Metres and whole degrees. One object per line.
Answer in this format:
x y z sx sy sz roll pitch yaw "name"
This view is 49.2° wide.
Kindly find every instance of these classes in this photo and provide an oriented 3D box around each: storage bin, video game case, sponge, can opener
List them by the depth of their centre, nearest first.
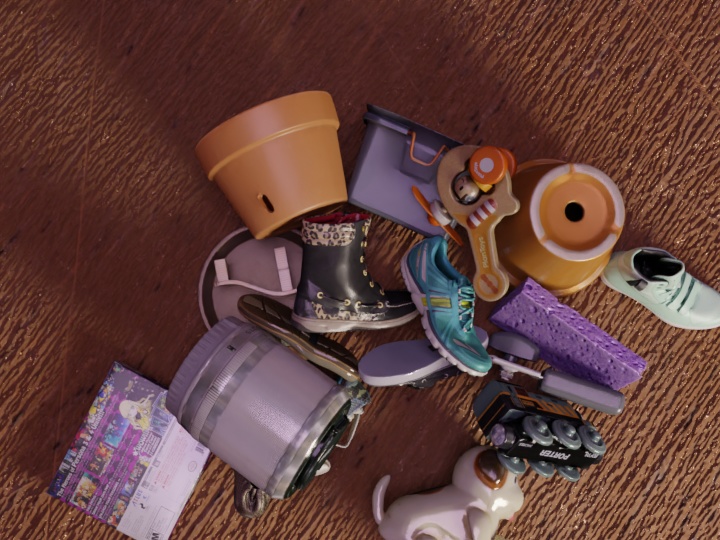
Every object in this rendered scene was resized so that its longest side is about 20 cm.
0.267 0.143 1.086 0.198 0.053 0.067 22 84 9 "can opener"
-0.307 0.256 1.092 0.180 0.036 0.202 26 84 -1 "video game case"
0.284 0.098 1.094 0.199 0.112 0.030 35 60 1 "sponge"
0.074 -0.128 1.101 0.198 0.146 0.136 23 94 0 "storage bin"

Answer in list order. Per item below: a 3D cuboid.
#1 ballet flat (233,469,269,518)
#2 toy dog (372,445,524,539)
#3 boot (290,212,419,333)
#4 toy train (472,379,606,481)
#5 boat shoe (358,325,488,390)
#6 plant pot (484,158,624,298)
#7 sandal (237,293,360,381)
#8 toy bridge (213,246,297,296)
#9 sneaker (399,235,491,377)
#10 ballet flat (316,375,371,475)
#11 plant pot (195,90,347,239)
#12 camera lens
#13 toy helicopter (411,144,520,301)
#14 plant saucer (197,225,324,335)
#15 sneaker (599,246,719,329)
-0.153 0.230 1.065 0.067 0.046 0.202 6 59 -30 "ballet flat"
0.133 0.327 1.069 0.199 0.140 0.194 -40 68 -6 "toy dog"
0.000 0.000 1.069 0.197 0.073 0.153 -4 106 -23 "boot"
0.242 0.213 1.057 0.198 0.115 0.086 16 122 -32 "toy train"
0.088 0.132 1.090 0.198 0.070 0.067 -17 127 -25 "boat shoe"
0.269 -0.065 1.072 0.197 0.183 0.203 0 84 -3 "plant pot"
-0.089 0.102 1.076 0.199 0.080 0.054 33 106 -3 "sandal"
-0.108 0.001 1.100 0.197 0.027 0.068 -12 86 -4 "toy bridge"
0.120 0.046 1.041 0.079 0.077 0.202 -38 68 29 "sneaker"
-0.054 0.239 1.090 0.074 0.074 0.201 36 86 1 "ballet flat"
-0.104 -0.133 1.056 0.198 0.200 0.142 -23 88 -4 "plant pot"
-0.123 0.173 0.988 0.199 0.160 0.161 33 84 10 "camera lens"
0.143 -0.059 1.013 0.131 0.079 0.203 -10 92 23 "toy helicopter"
-0.132 0.032 1.124 0.197 0.029 0.203 0 85 -3 "plant saucer"
0.446 0.028 1.104 0.198 0.118 0.075 22 82 -1 "sneaker"
